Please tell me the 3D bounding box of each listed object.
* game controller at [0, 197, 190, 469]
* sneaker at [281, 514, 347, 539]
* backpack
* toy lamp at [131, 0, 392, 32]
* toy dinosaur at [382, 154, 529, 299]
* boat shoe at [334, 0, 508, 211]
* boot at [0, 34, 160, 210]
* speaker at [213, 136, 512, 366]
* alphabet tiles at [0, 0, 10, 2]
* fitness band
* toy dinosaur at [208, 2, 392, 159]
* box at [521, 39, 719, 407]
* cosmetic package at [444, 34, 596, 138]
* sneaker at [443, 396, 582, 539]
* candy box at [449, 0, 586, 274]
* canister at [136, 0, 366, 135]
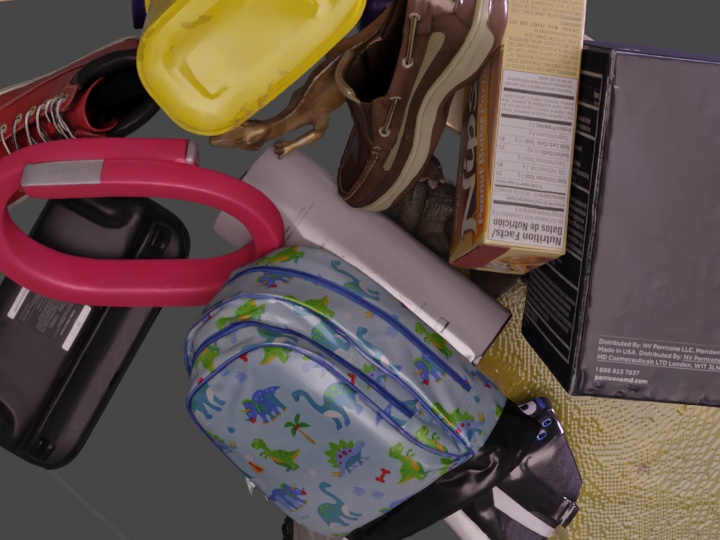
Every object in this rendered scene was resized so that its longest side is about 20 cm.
[{"bbox_3d":[-0.201,0.034,1.303,0.104,0.042,0.201,31,94,6],"label":"game controller"},{"bbox_3d":[-0.031,0.181,1.319,0.079,0.074,0.202,-19,100,3],"label":"sneaker"},{"bbox_3d":[-0.017,0.079,1.191,0.163,0.154,0.201,-32,95,42],"label":"backpack"},{"bbox_3d":[-0.053,-0.187,1.271,0.198,0.058,0.059,1,98,-3],"label":"toy lamp"},{"bbox_3d":[0.050,-0.042,1.286,0.199,0.103,0.077,29,56,6],"label":"toy dinosaur"},{"bbox_3d":[0.017,-0.116,1.175,0.074,0.075,0.203,9,137,-21],"label":"boat shoe"},{"bbox_3d":[-0.210,-0.087,1.226,0.199,0.144,0.073,-31,102,1],"label":"boot"},{"bbox_3d":[0.000,0.000,1.269,0.199,0.081,0.082,37,94,4],"label":"speaker"},{"bbox_3d":[-0.313,-0.272,1.259,0.165,0.008,0.202,-7,98,-4],"label":"alphabet tiles"},{"bbox_3d":[-0.147,-0.028,1.209,0.198,0.144,0.038,1,57,7],"label":"fitness band"},{"bbox_3d":[-0.007,-0.129,1.220,0.058,0.101,0.200,44,86,9],"label":"toy dinosaur"},{"bbox_3d":[0.179,-0.035,1.166,0.122,0.200,0.201,4,99,-4],"label":"box"},{"bbox_3d":[0.141,-0.105,1.292,0.199,0.073,0.104,30,95,-8],"label":"cosmetic package"},{"bbox_3d":[0.074,0.110,1.323,0.112,0.073,0.200,-43,106,-3],"label":"sneaker"},{"bbox_3d":[0.098,-0.105,1.174,0.055,0.115,0.202,6,83,-6],"label":"candy box"},{"bbox_3d":[-0.065,-0.166,1.141,0.148,0.200,0.087,-39,107,10],"label":"canister"}]
